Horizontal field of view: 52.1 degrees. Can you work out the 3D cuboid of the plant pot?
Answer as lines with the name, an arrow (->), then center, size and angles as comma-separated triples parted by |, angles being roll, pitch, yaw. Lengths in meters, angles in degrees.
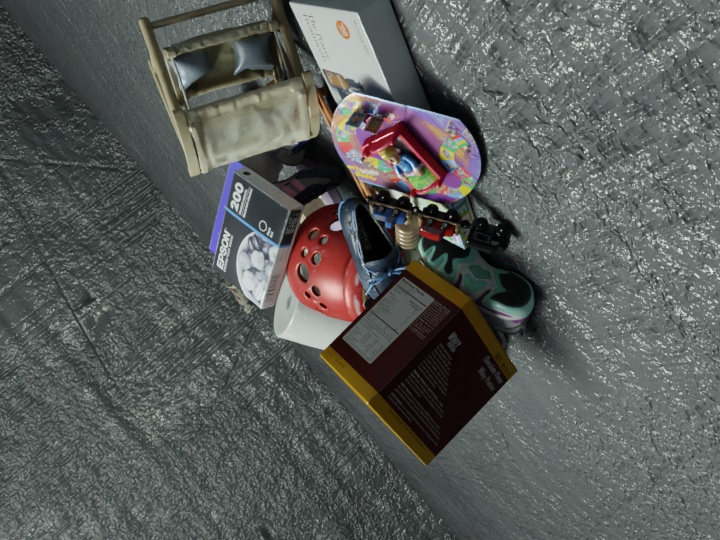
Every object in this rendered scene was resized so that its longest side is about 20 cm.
plant pot -> 0.000, 0.000, 1.272 | 0.182, 0.200, 0.201 | 25, 152, 45

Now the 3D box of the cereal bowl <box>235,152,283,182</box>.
cereal bowl -> -0.196, -0.233, 1.403 | 0.200, 0.083, 0.201 | 170, 90, -85

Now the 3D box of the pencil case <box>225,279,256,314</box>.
pencil case -> -0.492, 0.089, 3.040 | 0.090, 0.078, 0.200 | 61, 174, 38

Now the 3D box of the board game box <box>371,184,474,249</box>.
board game box -> 0.078, -0.123, 1.068 | 0.200, 0.034, 0.135 | 33, 157, 45

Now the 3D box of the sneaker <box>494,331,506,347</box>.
sneaker -> 0.196, 0.146, 1.269 | 0.075, 0.090, 0.200 | 40, 162, 31

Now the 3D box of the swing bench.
swing bench -> -0.180, -0.264, 1.043 | 0.130, 0.198, 0.201 | 132, 117, -75

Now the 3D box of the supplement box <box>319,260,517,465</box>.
supplement box -> 0.089, 0.136, 1.080 | 0.133, 0.200, 0.197 | 38, 169, 48

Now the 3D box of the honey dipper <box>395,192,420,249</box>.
honey dipper -> 0.063, -0.099, 1.033 | 0.038, 0.038, 0.200 | 41, 161, 26

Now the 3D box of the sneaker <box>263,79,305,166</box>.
sneaker -> -0.120, -0.235, 1.274 | 0.088, 0.075, 0.200 | 42, 163, 24

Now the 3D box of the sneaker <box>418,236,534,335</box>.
sneaker -> 0.168, 0.032, 1.103 | 0.200, 0.078, 0.140 | 41, 162, 29

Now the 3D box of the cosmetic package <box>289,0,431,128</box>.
cosmetic package -> 0.006, -0.255, 0.928 | 0.151, 0.052, 0.200 | 28, 154, 47

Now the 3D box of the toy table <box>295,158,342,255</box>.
toy table -> -0.108, -0.111, 1.456 | 0.184, 0.117, 0.200 | 32, 158, 48

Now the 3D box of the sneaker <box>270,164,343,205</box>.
sneaker -> -0.117, -0.124, 1.317 | 0.070, 0.199, 0.082 | 40, -143, -57

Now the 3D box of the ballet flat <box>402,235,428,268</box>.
ballet flat -> 0.112, -0.011, 1.166 | 0.200, 0.071, 0.069 | 52, 163, -8

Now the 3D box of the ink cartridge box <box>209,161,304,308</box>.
ink cartridge box -> -0.200, -0.069, 1.291 | 0.200, 0.043, 0.199 | 36, 121, 31

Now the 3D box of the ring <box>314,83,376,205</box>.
ring -> -0.022, -0.189, 1.095 | 0.201, 0.019, 0.200 | 63, 179, 1

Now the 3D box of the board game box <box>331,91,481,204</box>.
board game box -> 0.049, -0.136, 0.920 | 0.199, 0.039, 0.158 | 18, 148, 13

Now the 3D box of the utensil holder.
utensil holder -> -0.061, 0.086, 1.531 | 0.199, 0.171, 0.170 | 16, 175, -20

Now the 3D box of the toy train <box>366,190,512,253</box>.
toy train -> 0.100, -0.062, 0.977 | 0.199, 0.046, 0.034 | 16, 169, 8

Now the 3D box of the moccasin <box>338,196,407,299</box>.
moccasin -> 0.023, -0.017, 1.125 | 0.200, 0.080, 0.068 | 57, 168, -12
